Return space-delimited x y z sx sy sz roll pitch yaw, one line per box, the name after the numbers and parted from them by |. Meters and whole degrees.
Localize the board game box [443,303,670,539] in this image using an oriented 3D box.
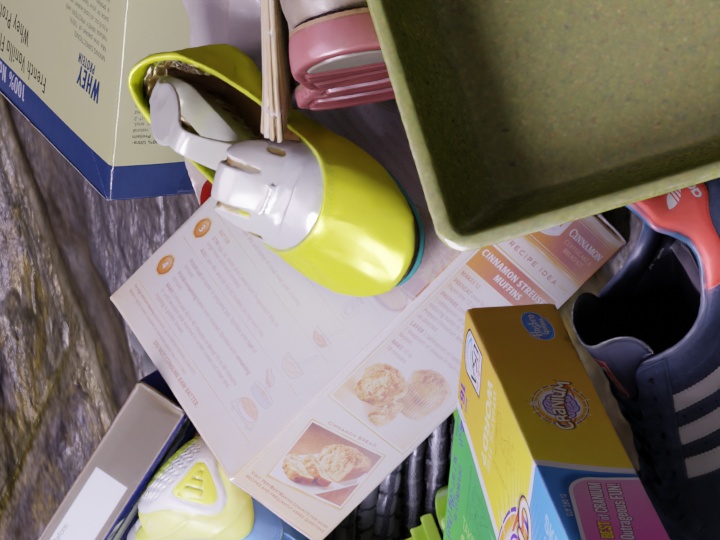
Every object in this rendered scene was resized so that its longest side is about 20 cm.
0.077 0.128 1.202 0.200 0.040 0.153 -112 23 -59 | board game box

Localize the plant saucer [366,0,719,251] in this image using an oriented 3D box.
0.103 -0.115 1.180 0.048 0.199 0.200 73 -179 -69 | plant saucer

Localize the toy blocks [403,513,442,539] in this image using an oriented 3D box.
-0.005 0.210 1.395 0.200 0.137 0.100 71 178 -50 | toy blocks

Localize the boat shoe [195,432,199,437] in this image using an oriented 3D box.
-0.083 0.157 1.704 0.068 0.072 0.200 42 137 46 | boat shoe

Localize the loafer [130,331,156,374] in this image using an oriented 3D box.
-0.090 0.022 1.666 0.200 0.075 0.070 -162 73 -70 | loafer

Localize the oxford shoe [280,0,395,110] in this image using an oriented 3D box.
0.000 -0.113 1.280 0.200 0.070 0.075 89 169 -85 | oxford shoe

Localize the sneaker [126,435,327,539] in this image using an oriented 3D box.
-0.058 0.142 1.455 0.105 0.076 0.200 44 175 7 | sneaker

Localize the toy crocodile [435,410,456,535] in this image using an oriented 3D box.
0.088 0.142 1.375 0.067 0.062 0.200 -27 64 18 | toy crocodile

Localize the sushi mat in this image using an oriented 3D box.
-0.036 -0.165 1.288 0.096 0.012 0.200 -77 -12 -54 | sushi mat

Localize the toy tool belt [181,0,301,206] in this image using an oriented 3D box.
-0.019 -0.103 1.484 0.125 0.123 0.200 -132 36 -54 | toy tool belt

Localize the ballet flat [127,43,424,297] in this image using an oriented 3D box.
-0.047 -0.047 1.345 0.200 0.067 0.067 45 118 47 | ballet flat

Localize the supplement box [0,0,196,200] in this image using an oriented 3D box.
-0.105 -0.169 1.605 0.200 0.134 0.200 42 131 53 | supplement box

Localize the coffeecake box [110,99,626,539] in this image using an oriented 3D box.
0.000 0.000 1.381 0.200 0.073 0.154 -45 42 6 | coffeecake box

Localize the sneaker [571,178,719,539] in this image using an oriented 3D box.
0.126 0.048 1.246 0.075 0.084 0.200 38 128 55 | sneaker

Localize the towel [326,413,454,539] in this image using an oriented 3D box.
-0.005 0.097 1.521 0.166 0.085 0.200 -142 50 -57 | towel

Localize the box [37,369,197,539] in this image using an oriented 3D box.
-0.118 0.105 1.462 0.121 0.032 0.200 -57 -3 3 | box
